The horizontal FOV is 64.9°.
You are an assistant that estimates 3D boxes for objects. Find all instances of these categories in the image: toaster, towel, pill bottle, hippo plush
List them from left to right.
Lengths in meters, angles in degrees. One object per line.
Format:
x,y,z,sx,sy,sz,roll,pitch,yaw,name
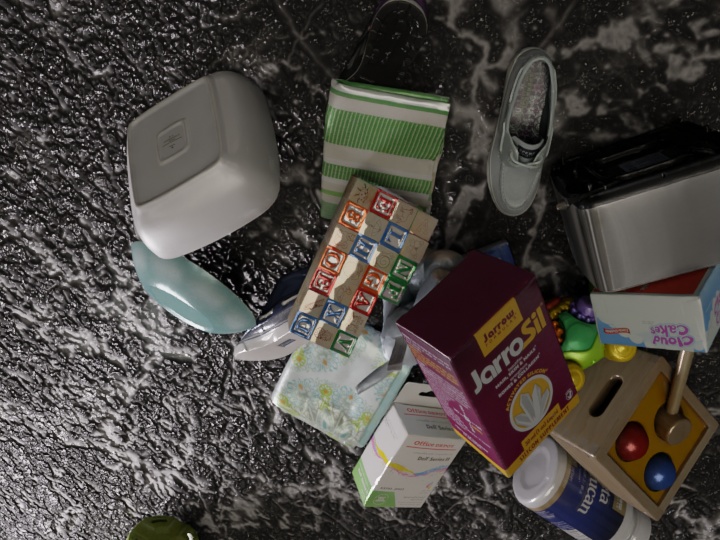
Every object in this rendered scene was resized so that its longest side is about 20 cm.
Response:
-0.030,0.164,0.862,0.169,0.048,0.203,29,114,-1,towel
0.026,-0.134,0.706,0.148,0.024,0.203,10,137,3,towel
0.116,0.080,0.726,0.159,0.203,0.159,33,136,-18,hippo plush
0.344,0.354,0.875,0.198,0.112,0.112,33,114,-9,pill bottle
0.314,-0.078,0.642,0.195,0.181,0.121,-17,108,13,toaster

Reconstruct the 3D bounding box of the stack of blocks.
0.000,0.000,0.708,0.113,0.059,0.204,24,97,-13,stack of blocks

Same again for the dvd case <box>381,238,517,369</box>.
0.140,0.053,0.815,0.196,0.018,0.145,-20,111,14,dvd case

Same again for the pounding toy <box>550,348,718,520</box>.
0.378,0.188,0.751,0.184,0.142,0.201,42,82,-19,pounding toy

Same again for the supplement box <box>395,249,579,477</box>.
0.146,0.103,0.631,0.130,0.103,0.202,-39,121,-14,supplement box

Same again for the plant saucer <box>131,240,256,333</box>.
-0.237,0.038,0.775,0.197,0.039,0.202,24,154,12,plant saucer

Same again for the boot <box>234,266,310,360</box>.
-0.119,0.069,0.833,0.072,0.093,0.198,17,149,-41,boot

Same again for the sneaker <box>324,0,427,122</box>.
0.022,-0.246,0.672,0.074,0.089,0.200,24,140,-17,sneaker

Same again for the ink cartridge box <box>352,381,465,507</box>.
0.082,0.273,0.873,0.115,0.068,0.203,12,118,-27,ink cartridge box

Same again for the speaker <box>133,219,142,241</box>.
-0.207,-0.094,0.756,0.197,0.082,0.082,-29,108,18,speaker

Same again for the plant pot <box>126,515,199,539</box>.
-0.379,0.566,1.029,0.196,0.201,0.188,22,105,-4,plant pot

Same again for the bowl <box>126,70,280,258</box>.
-0.199,-0.136,0.673,0.196,0.204,0.075,-23,154,15,bowl

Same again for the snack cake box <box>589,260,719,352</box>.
0.362,0.006,0.651,0.114,0.199,0.069,1,120,48,snack cake box

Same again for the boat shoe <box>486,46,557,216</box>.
0.194,-0.158,0.683,0.068,0.072,0.206,4,115,5,boat shoe

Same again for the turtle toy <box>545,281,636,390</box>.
0.290,0.075,0.750,0.197,0.146,0.103,-30,87,-2,turtle toy
